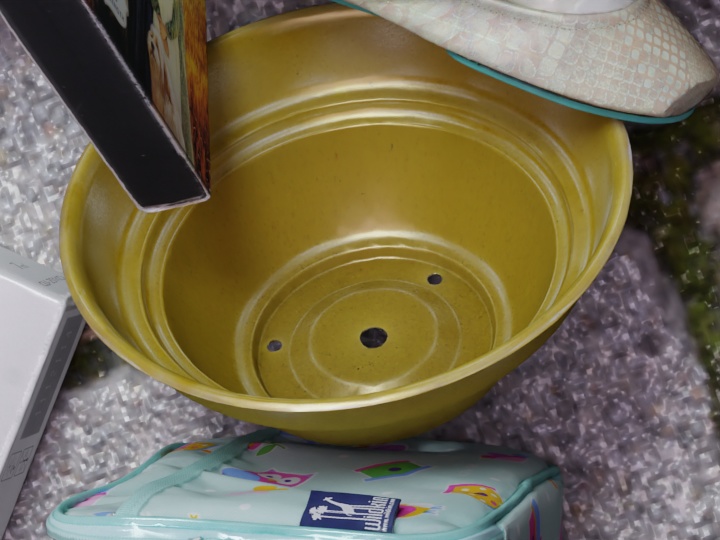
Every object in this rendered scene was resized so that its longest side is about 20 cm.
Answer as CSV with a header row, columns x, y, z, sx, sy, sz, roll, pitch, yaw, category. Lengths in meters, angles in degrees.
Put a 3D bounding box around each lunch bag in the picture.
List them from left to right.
x,y,z,sx,sy,sz,roll,pitch,yaw,category
-0.018,0.101,0.917,0.160,0.200,0.078,5,95,15,lunch bag

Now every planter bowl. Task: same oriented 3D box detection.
x,y,z,sx,sy,sz,roll,pitch,yaw,category
0.000,0.000,0.944,0.199,0.201,0.084,1,136,13,planter bowl

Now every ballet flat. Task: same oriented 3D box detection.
x,y,z,sx,sy,sz,roll,pitch,yaw,category
0.034,-0.109,0.915,0.199,0.068,0.063,20,129,2,ballet flat

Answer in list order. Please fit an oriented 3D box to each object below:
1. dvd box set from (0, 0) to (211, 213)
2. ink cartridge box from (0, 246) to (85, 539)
x,y,z,sx,sy,sz,roll,pitch,yaw,category
-0.087,-0.141,0.903,0.029,0.146,0.201,-10,59,12,dvd box set
-0.220,0.066,1.043,0.176,0.045,0.201,23,99,10,ink cartridge box
